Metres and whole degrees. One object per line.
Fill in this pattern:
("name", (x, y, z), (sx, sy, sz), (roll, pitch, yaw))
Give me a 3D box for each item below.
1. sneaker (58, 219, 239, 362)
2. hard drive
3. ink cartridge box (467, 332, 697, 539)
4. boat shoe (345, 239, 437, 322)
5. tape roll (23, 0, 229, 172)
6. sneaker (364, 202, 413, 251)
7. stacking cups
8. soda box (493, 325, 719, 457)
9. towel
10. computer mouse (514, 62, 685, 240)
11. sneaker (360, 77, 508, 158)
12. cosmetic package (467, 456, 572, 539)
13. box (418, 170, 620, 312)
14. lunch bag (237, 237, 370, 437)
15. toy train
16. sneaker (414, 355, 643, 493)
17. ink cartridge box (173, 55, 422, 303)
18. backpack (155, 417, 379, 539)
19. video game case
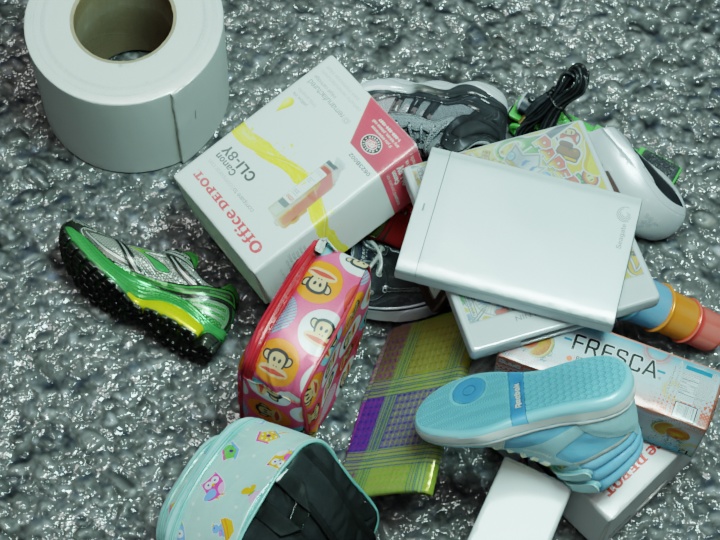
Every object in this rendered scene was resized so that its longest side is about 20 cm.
("sneaker", (-0.212, 0.009, 1.589), (0.200, 0.078, 0.085), (32, 60, 3))
("hard drive", (0.144, -0.029, 1.447), (0.199, 0.027, 0.132), (15, 64, 6))
("ink cartridge box", (0.209, 0.137, 1.528), (0.145, 0.084, 0.200), (-40, 71, -19))
("boat shoe", (0.000, 0.000, 1.591), (0.199, 0.068, 0.072), (6, 52, 2))
("tape roll", (-0.237, -0.221, 1.655), (0.202, 0.139, 0.204), (1, 64, -1))
("sneaker", (0.025, -0.063, 1.617), (0.199, 0.085, 0.077), (8, 66, 3))
("stacking cups", (0.274, 0.031, 1.545), (0.199, 0.060, 0.061), (23, 61, -27))
("soda box", (0.223, 0.099, 1.461), (0.199, 0.068, 0.064), (20, 63, 8))
("towel", (0.050, 0.125, 1.513), (0.023, 0.143, 0.201), (35, 60, -28))
("computer mouse", (0.250, -0.106, 1.622), (0.200, 0.110, 0.044), (45, 32, -3))
("sneaker", (0.062, -0.137, 1.644), (0.199, 0.076, 0.114), (-4, 44, -7))
("cosmetic package", (0.118, 0.282, 1.447), (0.071, 0.102, 0.201), (23, 65, 9))
("box", (0.158, -0.029, 1.571), (0.199, 0.100, 0.075), (-10, 64, -25))
("lunch bag", (-0.043, 0.065, 1.491), (0.082, 0.200, 0.177), (26, 63, 9))
("toy train", (0.243, -0.129, 1.673), (0.199, 0.056, 0.042), (28, 67, 11))
("sneaker", (0.156, 0.153, 1.416), (0.199, 0.131, 0.080), (-9, 39, 20))
("ink cartridge box", (-0.057, -0.086, 1.548), (0.200, 0.083, 0.145), (-38, 64, -7))
("backpack", (-0.088, 0.225, 1.413), (0.153, 0.200, 0.176), (23, 67, 27))
("video game case", (0.155, -0.032, 1.475), (0.181, 0.023, 0.201), (-15, 63, -8))
